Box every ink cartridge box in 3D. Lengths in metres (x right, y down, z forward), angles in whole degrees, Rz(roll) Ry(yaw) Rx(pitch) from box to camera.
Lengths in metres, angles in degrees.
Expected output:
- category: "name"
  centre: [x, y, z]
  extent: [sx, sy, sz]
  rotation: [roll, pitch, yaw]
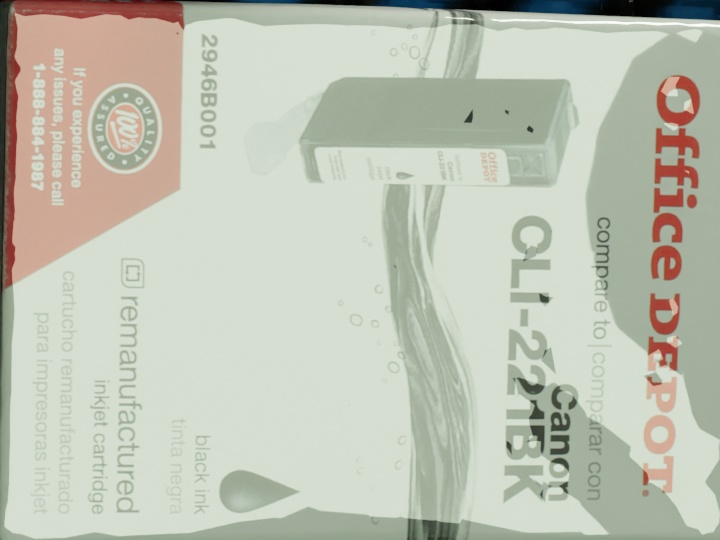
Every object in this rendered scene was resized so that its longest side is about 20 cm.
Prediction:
- category: "ink cartridge box"
  centre: [0.000, 0.000, 0.796]
  extent: [0.200, 0.084, 0.145]
  rotation: [1, 95, -10]
